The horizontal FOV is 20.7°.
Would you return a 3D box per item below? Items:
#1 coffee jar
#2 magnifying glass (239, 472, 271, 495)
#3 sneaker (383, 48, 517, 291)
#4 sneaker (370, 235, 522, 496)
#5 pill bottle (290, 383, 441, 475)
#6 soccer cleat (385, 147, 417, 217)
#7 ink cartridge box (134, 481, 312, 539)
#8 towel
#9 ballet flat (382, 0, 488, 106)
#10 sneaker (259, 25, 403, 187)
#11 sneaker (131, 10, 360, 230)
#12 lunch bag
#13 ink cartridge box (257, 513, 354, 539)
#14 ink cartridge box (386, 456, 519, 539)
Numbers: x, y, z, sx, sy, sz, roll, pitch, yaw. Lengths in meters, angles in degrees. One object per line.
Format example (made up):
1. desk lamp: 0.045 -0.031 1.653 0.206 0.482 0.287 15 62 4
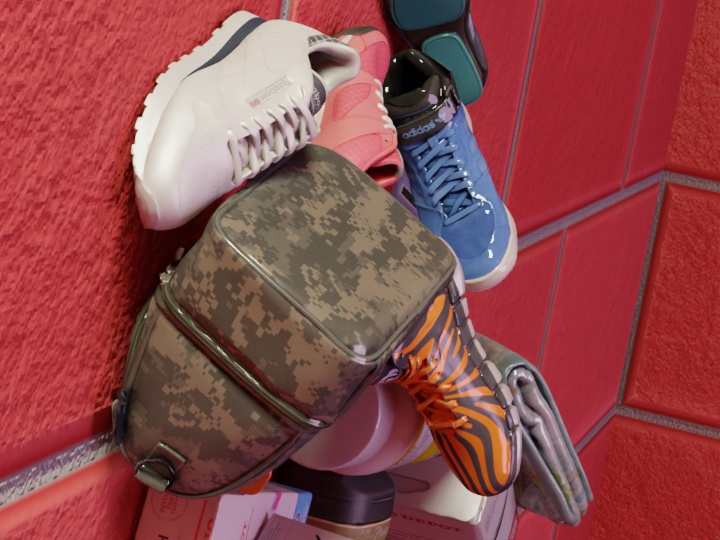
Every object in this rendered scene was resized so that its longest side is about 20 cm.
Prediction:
1. coffee jar: -0.034 0.245 1.539 0.104 0.085 0.201 2 101 -67
2. magnifying glass: -0.067 0.108 1.308 0.080 0.022 0.200 -55 -172 9
3. sneaker: 0.057 -0.083 1.503 0.111 0.076 0.201 50 23 -48
4. sneaker: 0.040 0.080 1.390 0.112 0.077 0.201 -28 97 -50
5. pill bottle: 0.010 0.097 1.510 0.200 0.114 0.115 1 102 -67
6. soccer cleat: 0.053 -0.025 1.646 0.067 0.076 0.201 -35 136 -67
7. ink cartridge box: -0.102 0.192 1.292 0.200 0.067 0.116 26 79 -74
8. towel: 0.113 0.128 1.733 0.048 0.171 0.201 -40 127 -21
9. ballet flat: 0.056 -0.208 1.553 0.200 0.073 0.073 65 41 -56
10. sneaker: -0.004 -0.089 1.377 0.074 0.086 0.201 86 23 -49
11. sneaker: -0.069 -0.090 1.163 0.200 0.080 0.077 -58 158 -45
12. lunch bag: -0.056 0.038 1.204 0.168 0.139 0.200 -53 178 29
13. ink cartridge box: -0.052 0.246 1.214 0.200 0.093 0.044 -58 158 -43
14. ink cartridge box: 0.054 0.201 1.704 0.200 0.143 0.084 73 33 -62
